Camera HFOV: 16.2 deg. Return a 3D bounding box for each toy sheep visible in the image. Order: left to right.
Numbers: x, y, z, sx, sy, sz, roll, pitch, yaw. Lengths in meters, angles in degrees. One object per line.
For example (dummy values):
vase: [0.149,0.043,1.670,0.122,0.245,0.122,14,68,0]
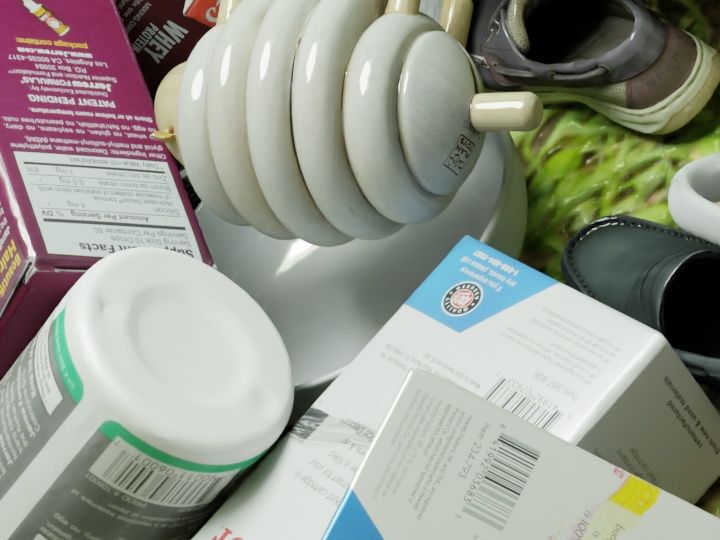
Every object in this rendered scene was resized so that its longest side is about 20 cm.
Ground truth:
toy sheep: [-0.009,-0.076,1.158,0.199,0.138,0.138,-1,51,33]

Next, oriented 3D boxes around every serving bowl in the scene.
serving bowl: [0.000,0.000,1.230,0.200,0.066,0.200,-24,40,21]

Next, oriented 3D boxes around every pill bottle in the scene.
pill bottle: [-0.125,0.091,1.151,0.200,0.113,0.113,-48,27,37]

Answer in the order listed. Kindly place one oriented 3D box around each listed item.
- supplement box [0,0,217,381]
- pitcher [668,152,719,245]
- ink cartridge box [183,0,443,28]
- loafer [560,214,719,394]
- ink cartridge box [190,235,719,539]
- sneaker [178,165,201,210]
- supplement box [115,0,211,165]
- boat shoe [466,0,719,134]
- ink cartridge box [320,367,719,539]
supplement box: [-0.165,-0.041,1.228,0.131,0.103,0.200,-52,48,40]
pitcher: [0.203,-0.013,0.971,0.171,0.122,0.200,-8,20,12]
ink cartridge box: [-0.044,-0.166,1.293,0.050,0.200,0.109,-51,22,43]
loafer: [0.150,0.015,1.081,0.068,0.070,0.200,-45,37,-8]
ink cartridge box: [0.039,0.101,1.076,0.200,0.084,0.145,-47,37,-10]
sneaker: [-0.131,0.003,1.336,0.200,0.074,0.079,-41,31,-1]
supplement box: [-0.168,-0.152,1.369,0.197,0.200,0.133,-44,28,38]
boat shoe: [0.099,-0.120,1.266,0.072,0.065,0.200,-51,34,-9]
ink cartridge box: [0.081,0.135,0.954,0.200,0.067,0.116,27,77,4]
